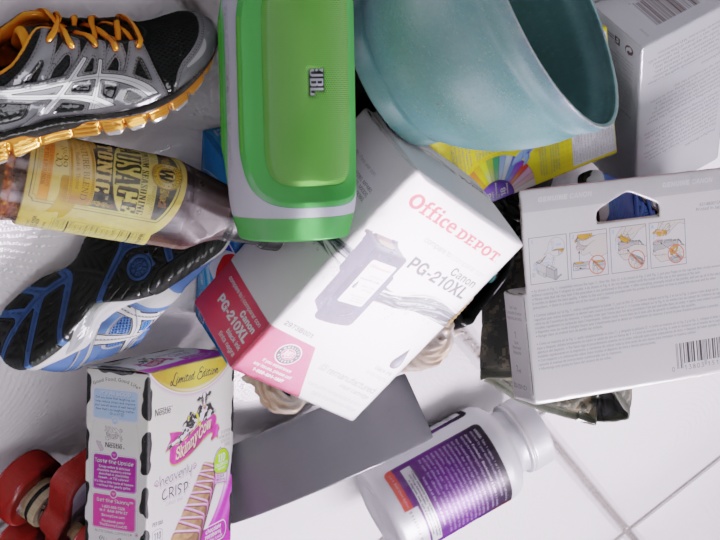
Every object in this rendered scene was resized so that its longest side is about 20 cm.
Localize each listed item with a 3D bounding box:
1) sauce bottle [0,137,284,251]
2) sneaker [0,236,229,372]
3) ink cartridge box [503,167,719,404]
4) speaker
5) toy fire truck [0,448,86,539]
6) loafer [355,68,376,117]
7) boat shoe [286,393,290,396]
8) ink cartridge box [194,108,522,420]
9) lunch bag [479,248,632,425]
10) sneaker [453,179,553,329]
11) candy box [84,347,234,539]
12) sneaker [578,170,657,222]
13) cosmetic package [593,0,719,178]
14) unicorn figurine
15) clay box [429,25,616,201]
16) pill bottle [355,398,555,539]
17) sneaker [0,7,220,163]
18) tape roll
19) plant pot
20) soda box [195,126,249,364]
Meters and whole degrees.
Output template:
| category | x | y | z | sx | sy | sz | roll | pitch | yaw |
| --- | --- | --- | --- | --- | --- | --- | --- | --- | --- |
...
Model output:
| category | x | y | z | sx | sy | sz | roll | pitch | yaw |
| --- | --- | --- | --- | --- | --- | --- | --- | --- | --- |
| sauce bottle | -0.147 | -0.050 | 0.871 | 0.200 | 0.066 | 0.066 | 7 | 127 | -22 |
| sneaker | -0.177 | 0.011 | 0.960 | 0.200 | 0.076 | 0.077 | -31 | 155 | 14 |
| ink cartridge box | 0.219 | 0.010 | 1.075 | 0.200 | 0.045 | 0.176 | -7 | 95 | -18 |
| speaker | -0.046 | -0.122 | 0.833 | 0.088 | 0.088 | 0.200 | -7 | 99 | -36 |
| toy fire truck | -0.225 | 0.210 | 1.124 | 0.168 | 0.112 | 0.200 | -38 | 153 | -43 |
| loafer | -0.012 | -0.113 | 0.964 | 0.072 | 0.063 | 0.200 | -33 | 144 | -5 |
| boat shoe | 0.009 | 0.062 | 1.177 | 0.200 | 0.060 | 0.076 | -43 | 144 | 8 |
| ink cartridge box | 0.000 | 0.000 | 0.962 | 0.200 | 0.084 | 0.145 | -47 | 136 | 13 |
| lunch bag | 0.198 | 0.048 | 1.219 | 0.118 | 0.164 | 0.200 | -10 | 156 | 31 |
| sneaker | 0.119 | -0.030 | 1.112 | 0.075 | 0.079 | 0.200 | 32 | 86 | -20 |
| candy box | -0.159 | 0.169 | 1.030 | 0.136 | 0.061 | 0.200 | -10 | 101 | -66 |
| sneaker | 0.256 | -0.039 | 1.143 | 0.077 | 0.076 | 0.200 | -19 | 148 | 29 |
| cosmetic package | 0.264 | -0.163 | 1.136 | 0.101 | 0.071 | 0.200 | -28 | 143 | -12 |
| unicorn figurine | -0.006 | 0.057 | 1.095 | 0.200 | 0.137 | 0.074 | -40 | 143 | 2 |
| clay box | 0.113 | -0.121 | 1.047 | 0.200 | 0.048 | 0.115 | -21 | 118 | -20 |
| pill bottle | 0.105 | 0.217 | 1.388 | 0.200 | 0.111 | 0.111 | -27 | 143 | -14 |
| sneaker | -0.181 | -0.128 | 0.798 | 0.200 | 0.078 | 0.077 | -24 | 133 | -21 |
| tape roll | -0.038 | 0.161 | 1.163 | 0.200 | 0.066 | 0.200 | -22 | 175 | -2 |
| plant pot | 0.075 | -0.165 | 0.895 | 0.134 | 0.200 | 0.200 | -24 | 152 | 27 |
| soda box | -0.084 | -0.021 | 1.004 | 0.068 | 0.064 | 0.200 | -18 | 139 | -25 |
